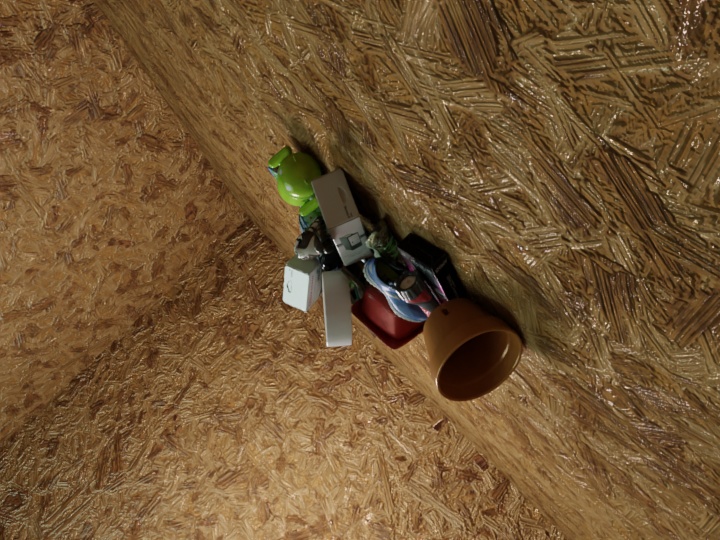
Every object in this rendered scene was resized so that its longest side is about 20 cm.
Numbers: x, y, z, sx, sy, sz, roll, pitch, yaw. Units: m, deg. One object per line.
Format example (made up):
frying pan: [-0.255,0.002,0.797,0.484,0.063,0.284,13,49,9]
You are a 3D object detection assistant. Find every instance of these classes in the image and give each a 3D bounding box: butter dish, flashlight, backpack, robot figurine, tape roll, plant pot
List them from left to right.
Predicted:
robot figurine: [-0.161,-0.238,1.450,0.177,0.115,0.200,59,170,0]
backpack: [-0.093,-0.119,1.570,0.200,0.162,0.155,45,165,52]
tape roll: [-0.064,0.101,1.496,0.202,0.069,0.207,176,90,-86]
butter dish: [0.096,0.065,1.423,0.199,0.198,0.150,39,147,37]
flashlight: [0.147,0.087,1.236,0.067,0.068,0.201,31,161,53]
plant pot: [0.221,0.155,1.173,0.201,0.198,0.141,55,-177,-41]

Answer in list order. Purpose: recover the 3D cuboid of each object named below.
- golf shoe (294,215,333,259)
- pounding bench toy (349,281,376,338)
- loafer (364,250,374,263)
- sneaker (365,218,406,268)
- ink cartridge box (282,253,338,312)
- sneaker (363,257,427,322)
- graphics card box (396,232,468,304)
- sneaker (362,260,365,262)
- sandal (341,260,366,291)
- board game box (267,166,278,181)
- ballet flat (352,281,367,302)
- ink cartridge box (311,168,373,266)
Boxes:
golf shoe: [-0.117,-0.076,1.318,0.200,0.093,0.079,-104,-10,-79]
pounding bench toy: [0.041,0.059,1.645,0.201,0.155,0.125,56,179,38]
loafer: [0.033,-0.040,1.503,0.069,0.075,0.200,41,169,10]
sneaker: [0.074,-0.056,1.329,0.088,0.078,0.200,28,168,23]
ink cartridge box: [-0.141,0.001,1.632,0.083,0.200,0.147,21,130,16]
sneaker: [0.091,0.045,1.304,0.199,0.079,0.089,41,163,-1]
graphics card box: [0.167,0.018,1.225,0.125,0.051,0.201,38,165,46]
sneaker: [-0.008,-0.037,1.691,0.096,0.079,0.200,46,171,-8]
sandal: [0.000,0.000,1.455,0.081,0.055,0.200,41,-167,1]
board game box: [-0.213,-0.265,1.809,0.199,0.037,0.152,36,164,48]
ballet flat: [0.003,0.028,1.568,0.070,0.068,0.203,62,-173,-58]
ink cartridge box: [-0.043,-0.126,1.347,0.201,0.083,0.148,67,-179,-63]
